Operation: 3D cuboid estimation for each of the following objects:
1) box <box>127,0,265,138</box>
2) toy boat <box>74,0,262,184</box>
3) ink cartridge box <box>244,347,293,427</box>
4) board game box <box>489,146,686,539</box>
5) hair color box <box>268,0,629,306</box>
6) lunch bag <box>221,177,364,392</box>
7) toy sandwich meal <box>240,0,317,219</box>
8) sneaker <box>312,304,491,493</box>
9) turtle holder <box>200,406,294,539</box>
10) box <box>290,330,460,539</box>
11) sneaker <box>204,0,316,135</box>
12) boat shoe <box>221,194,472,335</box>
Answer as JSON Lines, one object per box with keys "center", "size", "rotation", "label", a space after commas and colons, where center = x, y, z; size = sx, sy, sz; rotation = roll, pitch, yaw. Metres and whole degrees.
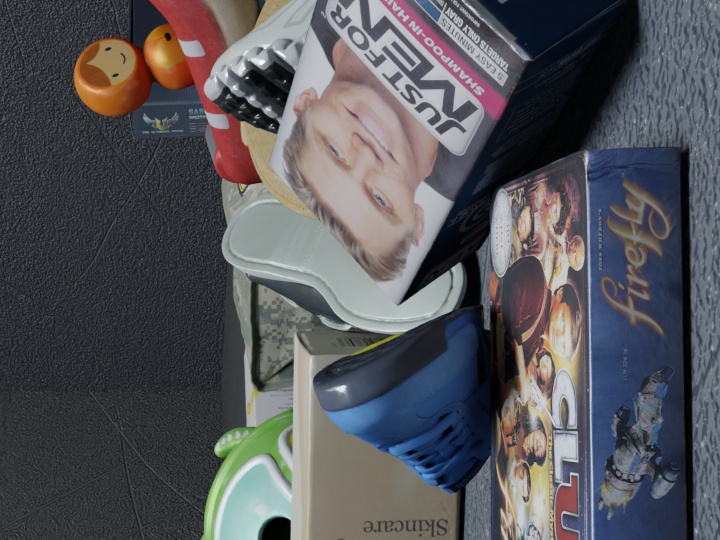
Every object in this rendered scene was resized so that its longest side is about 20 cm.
{"center": [-0.116, -0.199, 1.268], "size": [0.051, 0.200, 0.158], "rotation": [92, 174, -53], "label": "box"}
{"center": [-0.126, -0.143, 0.897], "size": [0.131, 0.131, 0.200], "rotation": [-115, 6, -56], "label": "toy boat"}
{"center": [-0.095, 0.166, 1.552], "size": [0.116, 0.067, 0.200], "rotation": [106, 162, -60], "label": "ink cartridge box"}
{"center": [0.080, 0.062, 0.505], "size": [0.135, 0.035, 0.200], "rotation": [158, 112, -81], "label": "board game box"}
{"center": [0.027, -0.076, 0.581], "size": [0.100, 0.060, 0.200], "rotation": [48, 153, 13], "label": "hair color box"}
{"center": [-0.046, -0.032, 1.054], "size": [0.164, 0.117, 0.200], "rotation": [-111, 20, -61], "label": "lunch bag"}
{"center": [0.006, -0.113, 0.772], "size": [0.205, 0.070, 0.205], "rotation": [-16, 67, 41], "label": "toy sandwich meal"}
{"center": [0.036, 0.061, 0.596], "size": [0.200, 0.066, 0.079], "rotation": [3, -114, -77], "label": "sneaker"}
{"center": [-0.018, 0.159, 0.912], "size": [0.186, 0.141, 0.132], "rotation": [-52, 22, -9], "label": "turtle holder"}
{"center": [0.007, 0.139, 0.797], "size": [0.078, 0.095, 0.200], "rotation": [-140, 49, -78], "label": "box"}
{"center": [0.004, -0.126, 0.686], "size": [0.200, 0.075, 0.081], "rotation": [-18, 53, 36], "label": "sneaker"}
{"center": [0.000, 0.000, 0.812], "size": [0.200, 0.060, 0.076], "rotation": [25, 81, 47], "label": "boat shoe"}
